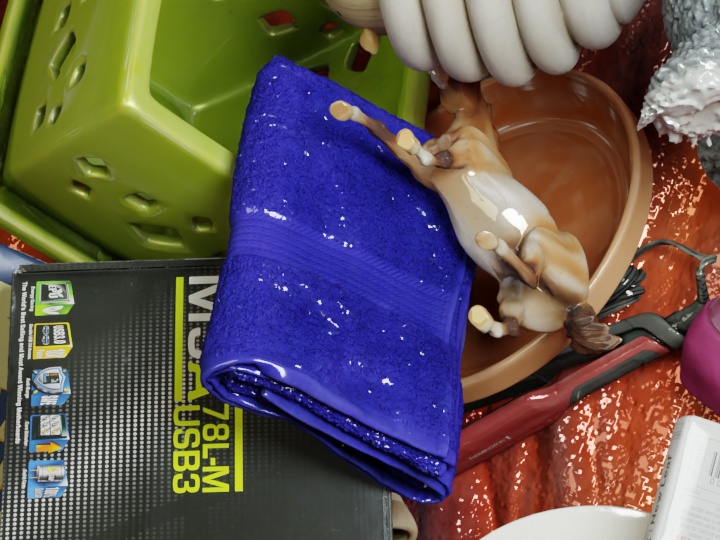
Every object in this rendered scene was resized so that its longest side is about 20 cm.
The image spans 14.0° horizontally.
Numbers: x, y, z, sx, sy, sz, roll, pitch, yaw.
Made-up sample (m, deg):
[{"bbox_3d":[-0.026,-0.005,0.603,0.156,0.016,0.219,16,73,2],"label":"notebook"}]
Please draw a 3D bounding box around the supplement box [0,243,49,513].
[{"bbox_3d":[-0.234,0.082,1.616,0.201,0.134,0.200,-68,19,-5],"label":"supplement box"}]

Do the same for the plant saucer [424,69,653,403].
[{"bbox_3d":[0.068,-0.016,1.533,0.200,0.032,0.201,-25,44,26],"label":"plant saucer"}]

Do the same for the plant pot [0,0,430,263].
[{"bbox_3d":[-0.094,-0.091,1.579,0.181,0.200,0.200,-26,44,41],"label":"plant pot"}]

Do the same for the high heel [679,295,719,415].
[{"bbox_3d":[0.229,0.087,1.404,0.200,0.067,0.096,59,142,29],"label":"high heel"}]

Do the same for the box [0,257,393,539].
[{"bbox_3d":[-0.080,0.087,1.460,0.192,0.048,0.201,-2,58,2],"label":"box"}]

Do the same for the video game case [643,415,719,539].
[{"bbox_3d":[0.209,0.180,1.298,0.022,0.199,0.183,149,138,-75],"label":"video game case"}]

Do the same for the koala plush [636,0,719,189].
[{"bbox_3d":[0.207,-0.104,1.385,0.183,0.200,0.178,16,82,39],"label":"koala plush"}]

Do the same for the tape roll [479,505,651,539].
[{"bbox_3d":[0.109,0.210,1.370,0.201,0.037,0.204,0,85,4],"label":"tape roll"}]

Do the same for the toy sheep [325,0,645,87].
[{"bbox_3d":[0.075,-0.154,1.440,0.199,0.138,0.139,-10,66,16],"label":"toy sheep"}]

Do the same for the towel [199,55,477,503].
[{"bbox_3d":[0.000,0.000,1.441,0.049,0.147,0.201,-35,36,41],"label":"towel"}]

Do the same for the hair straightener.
[{"bbox_3d":[0.100,0.033,1.507,0.200,0.041,0.077,-33,55,28],"label":"hair straightener"}]

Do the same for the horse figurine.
[{"bbox_3d":[0.065,-0.024,1.428,0.050,0.132,0.200,-44,67,18],"label":"horse figurine"}]

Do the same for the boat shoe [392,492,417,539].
[{"bbox_3d":[-0.067,0.155,1.483,0.199,0.072,0.065,-24,53,-16],"label":"boat shoe"}]

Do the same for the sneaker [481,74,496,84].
[{"bbox_3d":[0.063,-0.213,1.584,0.073,0.118,0.202,-2,70,36],"label":"sneaker"}]
